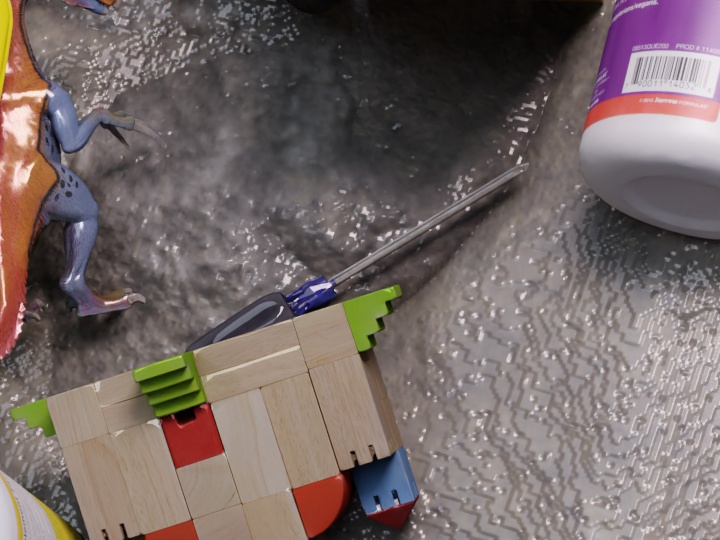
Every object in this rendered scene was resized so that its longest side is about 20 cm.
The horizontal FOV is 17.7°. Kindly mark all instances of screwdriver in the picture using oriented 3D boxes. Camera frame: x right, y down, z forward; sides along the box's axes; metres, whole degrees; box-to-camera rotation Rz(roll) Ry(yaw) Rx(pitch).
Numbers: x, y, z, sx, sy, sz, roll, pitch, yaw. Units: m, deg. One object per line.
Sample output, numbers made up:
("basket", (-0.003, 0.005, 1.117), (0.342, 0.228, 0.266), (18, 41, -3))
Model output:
("screwdriver", (0.000, 0.000, 1.167), (0.200, 0.029, 0.028), (-30, 65, -2))

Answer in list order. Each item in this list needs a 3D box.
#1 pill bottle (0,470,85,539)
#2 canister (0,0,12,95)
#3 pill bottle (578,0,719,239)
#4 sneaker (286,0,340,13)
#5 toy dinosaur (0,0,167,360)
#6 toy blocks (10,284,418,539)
("pill bottle", (-0.198, 0.139, 1.064), (0.112, 0.200, 0.112), (-5, 68, 13))
("canister", (-0.265, -0.076, 1.170), (0.200, 0.086, 0.149), (-13, 63, 50))
("pill bottle", (0.179, -0.123, 1.120), (0.112, 0.112, 0.200), (10, 72, 17))
("sneaker", (-0.097, -0.179, 1.240), (0.115, 0.075, 0.200), (-38, 55, 3))
("toy dinosaur", (-0.158, -0.065, 1.163), (0.105, 0.200, 0.182), (-6, 105, 5))
("toy blocks", (-0.055, 0.101, 1.102), (0.200, 0.100, 0.137), (-18, 89, 8))
